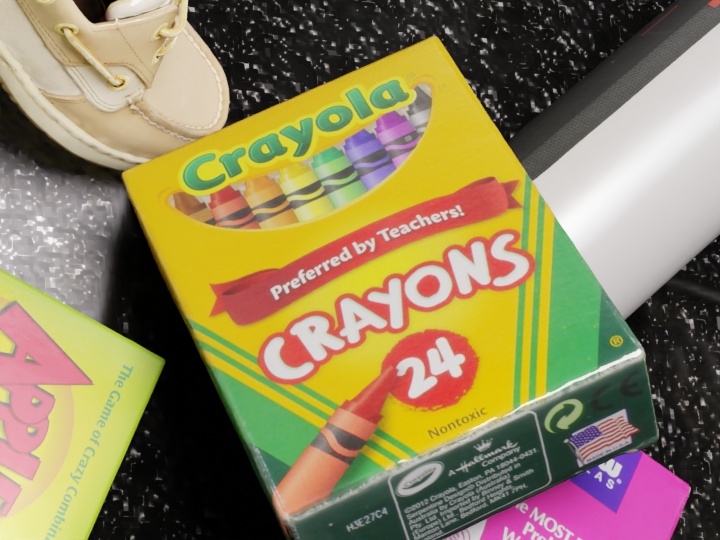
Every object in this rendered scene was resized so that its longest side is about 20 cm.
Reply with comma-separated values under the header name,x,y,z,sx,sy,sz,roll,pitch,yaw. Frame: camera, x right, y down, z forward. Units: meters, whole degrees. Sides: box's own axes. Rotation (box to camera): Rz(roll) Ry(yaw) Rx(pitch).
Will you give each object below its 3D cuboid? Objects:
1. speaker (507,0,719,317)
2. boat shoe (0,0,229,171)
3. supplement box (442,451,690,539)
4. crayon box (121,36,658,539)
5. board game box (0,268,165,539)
name,x,y,z,sx,sy,sz,roll,pitch,yaw
speaker,0.124,-0.054,0.913,0.200,0.081,0.081,-40,92,-16
boat shoe,-0.093,-0.094,0.808,0.200,0.069,0.074,36,42,-54
supplement box,0.017,0.138,0.810,0.101,0.103,0.200,35,58,-10
crayon box,0.000,0.000,0.805,0.127,0.051,0.200,-25,49,-6
board game box,-0.176,0.030,0.783,0.200,0.048,0.102,30,60,-14
